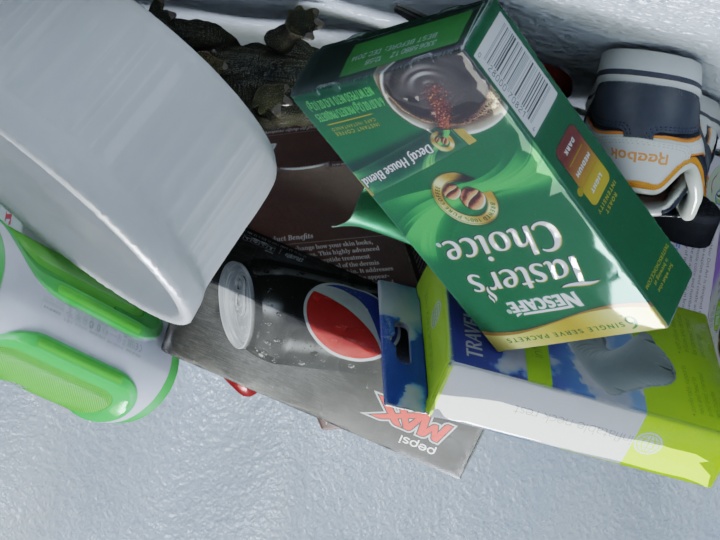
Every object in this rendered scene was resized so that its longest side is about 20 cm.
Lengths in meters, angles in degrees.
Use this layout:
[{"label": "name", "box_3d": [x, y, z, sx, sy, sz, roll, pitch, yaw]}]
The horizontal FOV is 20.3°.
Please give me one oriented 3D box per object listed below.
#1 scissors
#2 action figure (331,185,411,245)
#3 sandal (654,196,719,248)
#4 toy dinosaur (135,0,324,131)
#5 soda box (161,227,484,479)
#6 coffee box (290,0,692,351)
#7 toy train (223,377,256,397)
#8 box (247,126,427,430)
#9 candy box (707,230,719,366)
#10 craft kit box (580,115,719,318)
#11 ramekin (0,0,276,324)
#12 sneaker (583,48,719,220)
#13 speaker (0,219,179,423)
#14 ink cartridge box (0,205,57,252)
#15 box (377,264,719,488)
[{"label": "scissors", "box_3d": [0.069, -0.117, 1.070, 0.073, 0.014, 0.200, 11, 175, 14]}, {"label": "action figure", "box_3d": [0.098, -0.025, 1.133, 0.199, 0.055, 0.118, 24, 145, -16]}, {"label": "sandal", "box_3d": [0.113, -0.055, 1.187, 0.199, 0.043, 0.076, 27, -159, 15]}, {"label": "toy dinosaur", "box_3d": [-0.066, -0.104, 1.089, 0.198, 0.078, 0.102, 5, 164, 5]}, {"label": "soda box", "box_3d": [-0.013, 0.045, 1.202, 0.199, 0.071, 0.063, 23, -143, 1]}, {"label": "coffee box", "box_3d": [0.070, -0.043, 1.030, 0.122, 0.044, 0.200, -9, 131, 42]}, {"label": "toy train", "box_3d": [-0.120, -0.009, 1.391, 0.200, 0.085, 0.116, 39, 172, 38]}, {"label": "box", "box_3d": [0.000, 0.000, 1.251, 0.099, 0.201, 0.075, -4, -145, 21]}, {"label": "candy box", "box_3d": [0.258, 0.020, 1.208, 0.071, 0.202, 0.168, 9, 177, 0]}, {"label": "craft kit box", "box_3d": [0.171, 0.011, 1.300, 0.196, 0.202, 0.048, 12, 176, -33]}, {"label": "ramekin", "box_3d": [-0.138, -0.071, 1.049, 0.200, 0.098, 0.201, 37, 167, 10]}, {"label": "sneaker", "box_3d": [0.157, -0.066, 1.110, 0.078, 0.080, 0.200, 7, 177, 14]}, {"label": "speaker", "box_3d": [-0.187, 0.029, 1.166, 0.088, 0.089, 0.200, 7, 165, 31]}, {"label": "ink cartridge box", "box_3d": [-0.190, -0.072, 1.296, 0.144, 0.146, 0.199, 13, 175, -35]}, {"label": "box", "box_3d": [0.111, 0.050, 1.161, 0.199, 0.048, 0.122, 15, -146, -12]}]
